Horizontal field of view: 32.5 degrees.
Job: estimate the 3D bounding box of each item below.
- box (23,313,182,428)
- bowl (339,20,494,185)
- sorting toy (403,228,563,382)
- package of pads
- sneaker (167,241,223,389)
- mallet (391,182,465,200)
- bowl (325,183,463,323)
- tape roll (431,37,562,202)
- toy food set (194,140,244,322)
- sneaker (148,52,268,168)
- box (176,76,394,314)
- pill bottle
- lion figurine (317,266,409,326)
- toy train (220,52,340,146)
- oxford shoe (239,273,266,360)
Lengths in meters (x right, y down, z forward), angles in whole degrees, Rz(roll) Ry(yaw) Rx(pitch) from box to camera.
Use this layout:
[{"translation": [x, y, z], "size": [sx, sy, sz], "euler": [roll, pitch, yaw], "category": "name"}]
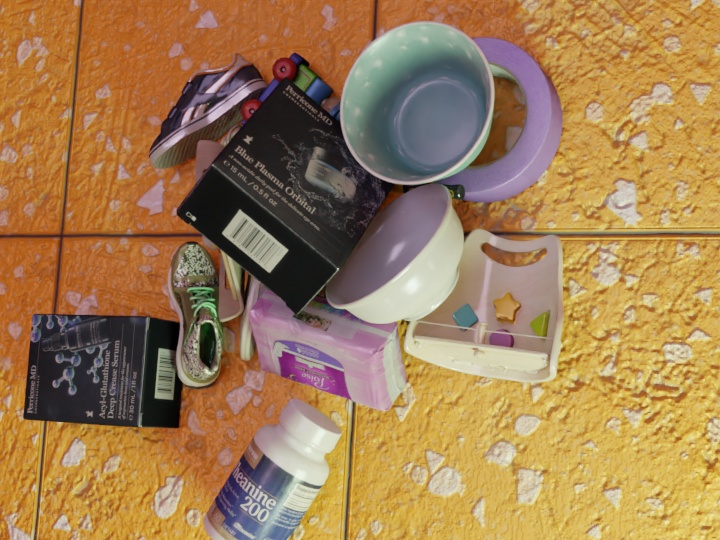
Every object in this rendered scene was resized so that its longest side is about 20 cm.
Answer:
[{"translation": [-0.357, 0.141, 1.732], "size": [0.197, 0.107, 0.151], "euler": [0, 83, 23], "category": "box"}, {"translation": [0.084, -0.194, 1.525], "size": [0.198, 0.105, 0.205], "euler": [-4, 79, 22], "category": "bowl"}, {"translation": [0.177, 0.037, 1.533], "size": [0.197, 0.107, 0.183], "euler": [6, 75, 28], "category": "sorting toy"}, {"translation": [-0.040, 0.099, 1.595], "size": [0.197, 0.122, 0.076], "euler": [16, 47, 24], "category": "package of pads"}, {"translation": [-0.212, 0.058, 1.683], "size": [0.088, 0.076, 0.204], "euler": [-18, 78, 64], "category": "sneaker"}, {"translation": [0.054, -0.098, 1.597], "size": [0.198, 0.041, 0.067], "euler": [17, 122, 39], "category": "mallet"}, {"translation": [0.058, -0.004, 1.514], "size": [0.200, 0.202, 0.090], "euler": [-40, 112, 13], "category": "bowl"}, {"translation": [0.157, -0.193, 1.588], "size": [0.197, 0.065, 0.204], "euler": [-3, 82, 22], "category": "tape roll"}, {"translation": [-0.191, -0.050, 1.625], "size": [0.059, 0.201, 0.145], "euler": [-5, 52, 3], "category": "toy food set"}, {"translation": [-0.225, -0.226, 1.749], "size": [0.199, 0.078, 0.080], "euler": [-35, 75, 3], "category": "sneaker"}, {"translation": [-0.086, -0.095, 1.524], "size": [0.196, 0.201, 0.117], "euler": [39, 137, -6], "category": "box"}, {"translation": [-0.110, 0.273, 1.604], "size": [0.110, 0.111, 0.202], "euler": [35, 96, 23], "category": "pill bottle"}, {"translation": [0.000, 0.000, 1.629], "size": [0.197, 0.073, 0.124], "euler": [20, 64, 10], "category": "lion figurine"}, {"translation": [-0.110, -0.186, 1.698], "size": [0.115, 0.085, 0.201], "euler": [40, 98, 9], "category": "toy train"}, {"translation": [-0.127, 0.029, 1.664], "size": [0.057, 0.075, 0.203], "euler": [11, 104, -13], "category": "oxford shoe"}]
